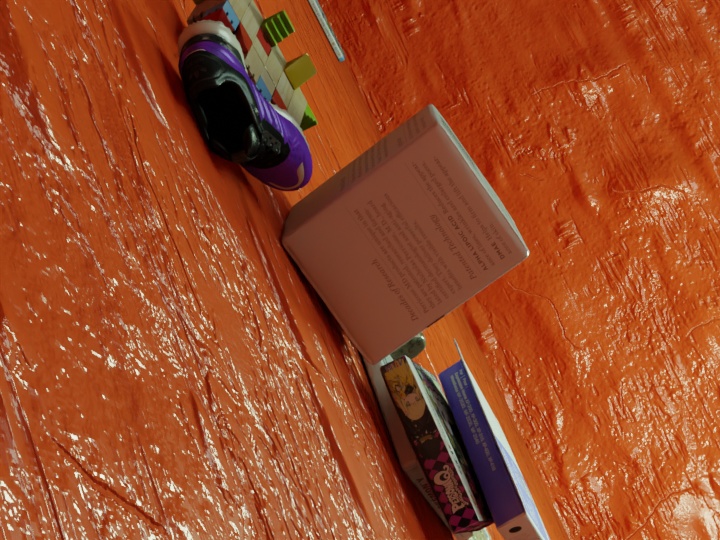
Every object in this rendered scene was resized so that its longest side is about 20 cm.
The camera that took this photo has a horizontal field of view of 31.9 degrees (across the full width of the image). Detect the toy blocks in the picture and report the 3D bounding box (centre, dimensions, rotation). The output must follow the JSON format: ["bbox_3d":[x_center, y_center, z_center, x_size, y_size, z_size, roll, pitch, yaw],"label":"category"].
[{"bbox_3d":[-0.117,-0.199,1.273,0.202,0.099,0.137,61,18,-23],"label":"toy blocks"}]

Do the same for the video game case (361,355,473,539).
[{"bbox_3d":[0.058,0.179,1.401,0.183,0.023,0.201,56,9,-46],"label":"video game case"}]

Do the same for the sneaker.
[{"bbox_3d":[-0.106,-0.124,1.151,0.201,0.069,0.100,52,19,-41],"label":"sneaker"}]

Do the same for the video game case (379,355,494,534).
[{"bbox_3d":[0.087,0.188,1.337,0.183,0.035,0.200,66,7,15],"label":"video game case"}]

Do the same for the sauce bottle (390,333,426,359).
[{"bbox_3d":[0.017,0.016,1.535,0.202,0.064,0.065,65,7,28],"label":"sauce bottle"}]

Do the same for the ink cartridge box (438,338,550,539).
[{"bbox_3d":[0.142,0.203,1.358,0.201,0.043,0.200,60,7,-52],"label":"ink cartridge box"}]

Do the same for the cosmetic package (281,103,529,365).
[{"bbox_3d":[0.044,-0.042,1.313,0.166,0.199,0.165,53,10,-11],"label":"cosmetic package"}]

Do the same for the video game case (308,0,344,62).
[{"bbox_3d":[-0.096,-0.674,3.460,0.202,0.018,0.143,62,6,-14],"label":"video game case"}]

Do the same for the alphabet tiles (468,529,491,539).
[{"bbox_3d":[0.145,0.329,1.556,0.202,0.006,0.167,61,8,-21],"label":"alphabet tiles"}]
